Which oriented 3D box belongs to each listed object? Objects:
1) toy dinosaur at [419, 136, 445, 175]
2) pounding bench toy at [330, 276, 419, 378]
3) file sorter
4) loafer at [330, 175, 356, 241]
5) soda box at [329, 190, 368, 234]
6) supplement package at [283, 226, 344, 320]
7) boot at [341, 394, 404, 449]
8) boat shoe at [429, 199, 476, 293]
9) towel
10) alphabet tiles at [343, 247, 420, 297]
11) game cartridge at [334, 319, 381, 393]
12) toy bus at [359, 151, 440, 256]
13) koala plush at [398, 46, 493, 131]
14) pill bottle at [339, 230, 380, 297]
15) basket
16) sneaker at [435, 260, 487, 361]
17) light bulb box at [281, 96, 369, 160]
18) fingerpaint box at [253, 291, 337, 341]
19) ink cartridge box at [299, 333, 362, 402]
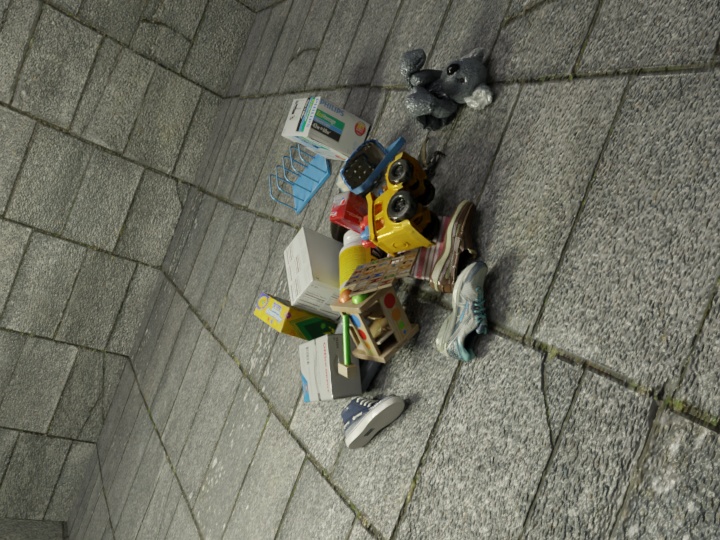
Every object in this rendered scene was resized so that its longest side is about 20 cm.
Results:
[{"bbox_3d":[0.164,-0.258,1.393,0.087,0.046,0.206,-15,58,58],"label":"toy dinosaur"},{"bbox_3d":[0.004,0.119,1.242,0.199,0.159,0.123,-38,21,-30],"label":"pounding bench toy"},{"bbox_3d":[-0.211,-0.327,1.894,0.200,0.120,0.142,-45,40,33],"label":"file sorter"},{"bbox_3d":[-0.036,-0.176,1.620,0.076,0.065,0.205,-128,49,-56],"label":"loafer"},{"bbox_3d":[0.021,-0.125,1.386,0.063,0.196,0.072,-1,71,52],"label":"soda box"},{"bbox_3d":[-0.112,0.008,1.547,0.111,0.153,0.204,-46,40,31],"label":"supplement package"},{"bbox_3d":[0.019,0.316,1.271,0.200,0.071,0.092,-48,45,30],"label":"boot"},{"bbox_3d":[0.218,-0.047,1.196,0.073,0.074,0.208,17,86,32],"label":"boat shoe"},{"bbox_3d":[0.140,-0.053,1.317,0.197,0.029,0.151,8,81,50],"label":"towel"},{"bbox_3d":[0.043,0.005,1.231,0.163,0.008,0.200,-16,16,20],"label":"alphabet tiles"},{"bbox_3d":[-0.007,0.194,1.408,0.136,0.040,0.200,-63,34,16],"label":"game cartridge"},{"bbox_3d":[0.072,-0.137,1.283,0.188,0.134,0.206,-20,59,33],"label":"toy bus"},{"bbox_3d":[0.217,-0.442,1.342,0.195,0.183,0.183,-18,65,24],"label":"koala plush"},{"bbox_3d":[0.000,0.000,1.429,0.111,0.110,0.206,-32,49,41],"label":"pill bottle"},{"bbox_3d":[0.031,-0.264,1.479,0.177,0.139,0.199,-49,8,-17],"label":"basket"},{"bbox_3d":[0.225,0.085,1.115,0.085,0.076,0.206,24,100,44],"label":"sneaker"},{"bbox_3d":[-0.110,-0.437,1.739,0.199,0.194,0.128,23,93,57],"label":"light bulb box"},{"bbox_3d":[-0.187,0.138,1.577,0.198,0.164,0.075,19,87,55],"label":"fingerpaint box"},{"bbox_3d":[-0.077,0.242,1.375,0.199,0.081,0.150,-28,65,61],"label":"ink cartridge box"}]
